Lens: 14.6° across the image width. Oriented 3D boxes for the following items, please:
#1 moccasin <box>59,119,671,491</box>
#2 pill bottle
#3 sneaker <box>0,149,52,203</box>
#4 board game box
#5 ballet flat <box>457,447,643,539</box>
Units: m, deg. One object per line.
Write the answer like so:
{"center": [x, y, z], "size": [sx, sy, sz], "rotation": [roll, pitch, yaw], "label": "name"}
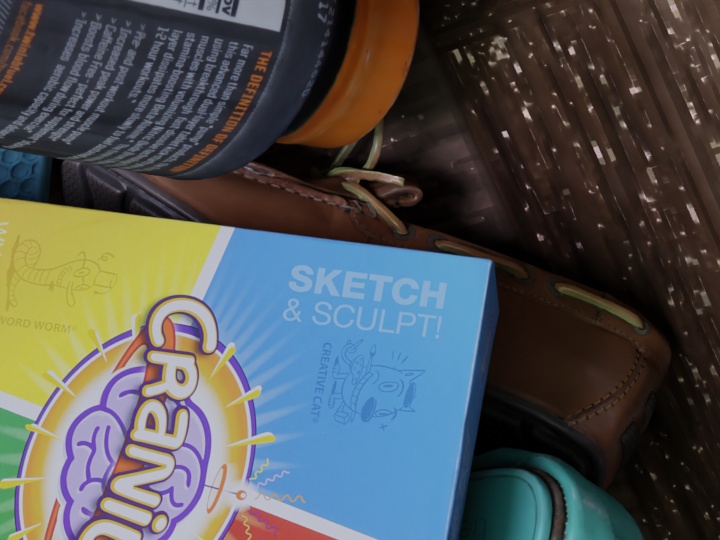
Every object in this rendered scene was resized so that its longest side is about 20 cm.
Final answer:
{"center": [0.000, -0.001, 0.873], "size": [0.200, 0.078, 0.074], "rotation": [21, 146, 13], "label": "moccasin"}
{"center": [-0.079, -0.083, 0.785], "size": [0.106, 0.199, 0.107], "rotation": [-15, 71, 49], "label": "pill bottle"}
{"center": [-0.154, -0.031, 0.922], "size": [0.131, 0.079, 0.201], "rotation": [51, 134, 45], "label": "sneaker"}
{"center": [-0.070, 0.060, 0.789], "size": [0.199, 0.154, 0.040], "rotation": [7, 156, 8], "label": "board game box"}
{"center": [0.007, 0.091, 0.865], "size": [0.199, 0.068, 0.070], "rotation": [-4, 156, 45], "label": "ballet flat"}
